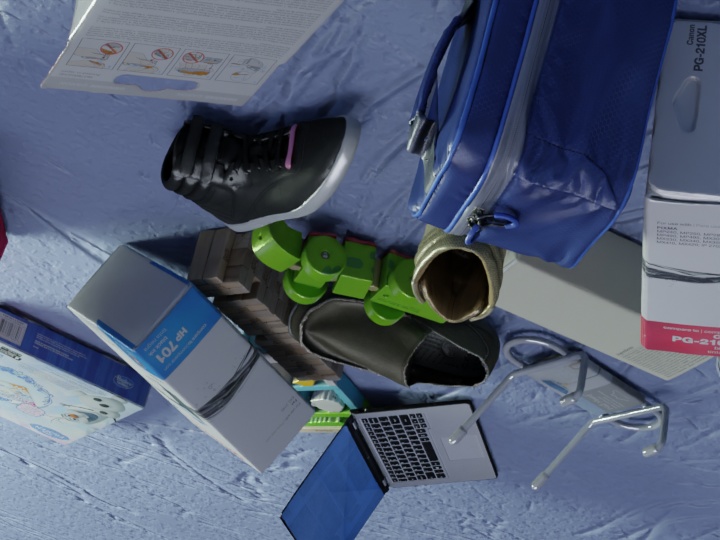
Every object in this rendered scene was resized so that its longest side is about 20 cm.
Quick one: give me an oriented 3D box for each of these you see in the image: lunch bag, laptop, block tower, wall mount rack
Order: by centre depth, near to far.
[{"bbox_3d":[0.102,-0.103,0.964,0.132,0.200,0.136,19,156,-4],"label":"lunch bag"},{"bbox_3d":[-0.079,0.037,1.435,0.054,0.058,0.200,-6,146,33],"label":"block tower"},{"bbox_3d":[0.191,0.142,1.481,0.200,0.075,0.174,32,147,-28],"label":"wall mount rack"},{"bbox_3d":[0.036,0.236,1.636,0.199,0.116,0.187,-6,147,11],"label":"laptop"}]

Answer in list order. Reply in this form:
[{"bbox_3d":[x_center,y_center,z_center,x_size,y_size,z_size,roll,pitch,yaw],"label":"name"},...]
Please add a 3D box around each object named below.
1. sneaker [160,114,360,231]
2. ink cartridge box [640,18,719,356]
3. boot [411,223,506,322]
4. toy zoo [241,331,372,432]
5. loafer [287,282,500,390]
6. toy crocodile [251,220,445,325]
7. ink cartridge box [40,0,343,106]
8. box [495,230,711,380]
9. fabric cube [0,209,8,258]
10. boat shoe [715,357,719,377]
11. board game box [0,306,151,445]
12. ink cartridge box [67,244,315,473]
[{"bbox_3d":[-0.087,-0.087,1.203,0.099,0.071,0.200,25,154,-29],"label":"sneaker"},{"bbox_3d":[0.238,-0.052,1.047,0.084,0.145,0.200,5,150,12],"label":"ink cartridge box"},{"bbox_3d":[0.077,-0.026,1.152,0.073,0.156,0.200,15,151,-2],"label":"boot"},{"bbox_3d":[-0.076,0.116,1.608,0.131,0.021,0.200,-3,147,28],"label":"toy zoo"},{"bbox_3d":[0.034,0.062,1.393,0.199,0.070,0.075,9,111,-7],"label":"loafer"},{"bbox_3d":[0.000,0.000,1.341,0.200,0.062,0.068,16,151,-14],"label":"toy crocodile"},{"bbox_3d":[-0.110,-0.178,1.029,0.161,0.050,0.200,3,160,-29],"label":"ink cartridge box"},{"bbox_3d":[0.197,0.016,1.265,0.200,0.069,0.082,24,149,-18],"label":"box"},{"bbox_3d":[-0.438,-0.017,1.352,0.199,0.197,0.199,13,151,0],"label":"fabric cube"},{"bbox_3d":[0.339,0.081,1.315,0.072,0.068,0.200,7,150,13],"label":"boat shoe"},{"bbox_3d":[-0.365,0.120,1.715,0.200,0.043,0.199,29,147,-26],"label":"board game box"},{"bbox_3d":[-0.156,0.081,1.440,0.146,0.086,0.200,25,159,53],"label":"ink cartridge box"}]
